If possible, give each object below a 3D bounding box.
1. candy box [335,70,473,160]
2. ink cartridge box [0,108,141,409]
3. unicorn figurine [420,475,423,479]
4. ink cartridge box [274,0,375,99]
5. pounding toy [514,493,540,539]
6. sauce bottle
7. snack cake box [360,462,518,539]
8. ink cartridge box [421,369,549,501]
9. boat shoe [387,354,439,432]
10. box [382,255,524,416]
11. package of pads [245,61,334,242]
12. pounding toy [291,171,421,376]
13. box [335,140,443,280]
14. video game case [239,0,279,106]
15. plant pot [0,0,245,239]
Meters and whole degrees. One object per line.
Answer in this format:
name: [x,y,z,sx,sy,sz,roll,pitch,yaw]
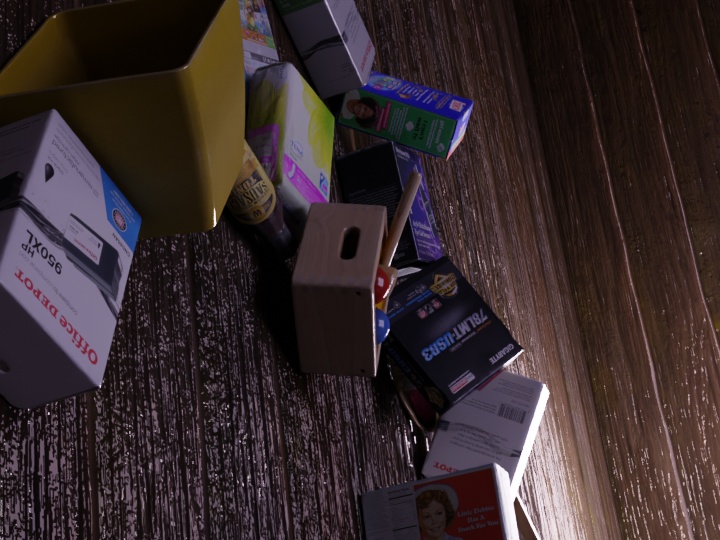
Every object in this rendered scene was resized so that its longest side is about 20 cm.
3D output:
candy box: [0.078,-0.266,1.998,0.169,0.198,0.078,-50,156,-67]
ink cartridge box: [-0.268,-0.010,0.991,0.202,0.083,0.145,-86,153,-43]
unicorn figurine: [0.151,0.420,1.811,0.074,0.136,0.203,33,58,-76]
ink cartridge box: [-0.057,-0.398,1.897,0.147,0.083,0.201,-75,145,-55]
pounding toy: [0.219,0.494,1.942,0.202,0.141,0.184,64,18,4]
sauce bottle: [-0.135,-0.093,1.464,0.201,0.065,0.066,56,26,-38]
snack cake box: [0.107,0.341,1.598,0.067,0.198,0.116,40,38,-59]
ink cartridge box: [0.201,0.260,1.895,0.084,0.143,0.202,48,61,-67]
boat shoe: [0.088,0.168,1.877,0.069,0.073,0.202,-82,152,-61]
box: [0.127,0.097,1.834,0.199,0.050,0.199,-29,73,-41]
package of pads: [-0.097,-0.161,1.601,0.155,0.067,0.202,47,39,-54]
pounding toy: [0.000,0.000,1.533,0.201,0.140,0.186,-78,169,-47]
box: [0.050,-0.094,1.931,0.148,0.103,0.203,8,68,-69]
video game case: [-0.154,-0.324,1.667,0.143,0.018,0.202,-6,81,-70]
plant pot: [-0.207,-0.140,1.127,0.201,0.197,0.178,-77,156,-55]
